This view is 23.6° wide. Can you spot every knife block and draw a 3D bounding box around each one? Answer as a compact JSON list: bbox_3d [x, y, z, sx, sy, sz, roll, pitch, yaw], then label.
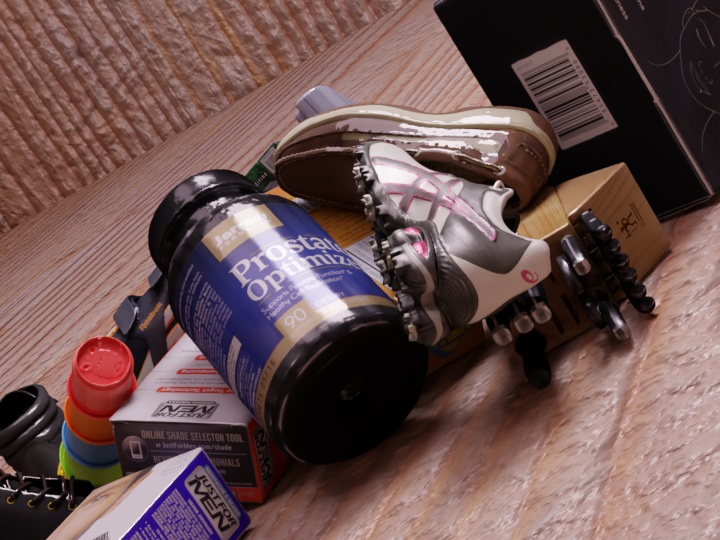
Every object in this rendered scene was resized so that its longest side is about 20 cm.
[{"bbox_3d":[0.100,0.013,1.054,0.175,0.064,0.199,-41,15,-35],"label":"knife block"}]

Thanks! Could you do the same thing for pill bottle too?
[{"bbox_3d":[-0.053,0.022,1.088,0.112,0.112,0.200,-35,48,-11],"label":"pill bottle"}]

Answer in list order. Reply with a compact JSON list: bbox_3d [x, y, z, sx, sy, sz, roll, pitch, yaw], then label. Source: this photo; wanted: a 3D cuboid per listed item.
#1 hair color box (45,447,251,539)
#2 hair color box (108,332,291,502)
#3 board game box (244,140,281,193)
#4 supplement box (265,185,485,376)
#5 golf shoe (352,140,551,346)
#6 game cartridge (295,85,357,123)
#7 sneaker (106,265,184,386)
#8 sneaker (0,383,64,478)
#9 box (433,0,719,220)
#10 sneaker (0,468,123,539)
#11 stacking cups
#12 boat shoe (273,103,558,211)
[{"bbox_3d":[-0.162,0.194,1.013,0.109,0.065,0.200,-24,13,37],"label":"hair color box"},{"bbox_3d":[-0.082,0.080,1.181,0.101,0.062,0.200,0,24,20],"label":"hair color box"},{"bbox_3d":[-0.069,-0.068,1.418,0.105,0.023,0.200,-46,-4,14],"label":"board game box"},{"bbox_3d":[0.000,0.000,1.174,0.069,0.067,0.200,-26,34,-21],"label":"supplement box"},{"bbox_3d":[0.048,-0.023,1.018,0.088,0.078,0.200,-17,30,-4],"label":"golf shoe"},{"bbox_3d":[0.030,-0.069,1.300,0.041,0.133,0.200,-42,-14,9],"label":"game cartridge"},{"bbox_3d":[-0.145,0.035,1.288,0.078,0.079,0.201,-2,-73,-82],"label":"sneaker"},{"bbox_3d":[-0.255,0.132,1.410,0.071,0.099,0.200,-35,11,-3],"label":"sneaker"},{"bbox_3d":[0.184,-0.159,1.190,0.124,0.201,0.197,-22,16,43],"label":"box"},{"bbox_3d":[-0.209,0.159,1.166,0.199,0.107,0.075,-32,12,-1],"label":"sneaker"},{"bbox_3d":[-0.177,0.107,1.203,0.060,0.061,0.200,-39,-14,-27],"label":"stacking cups"},{"bbox_3d":[0.026,-0.064,1.132,0.201,0.075,0.075,-5,44,29],"label":"boat shoe"}]
